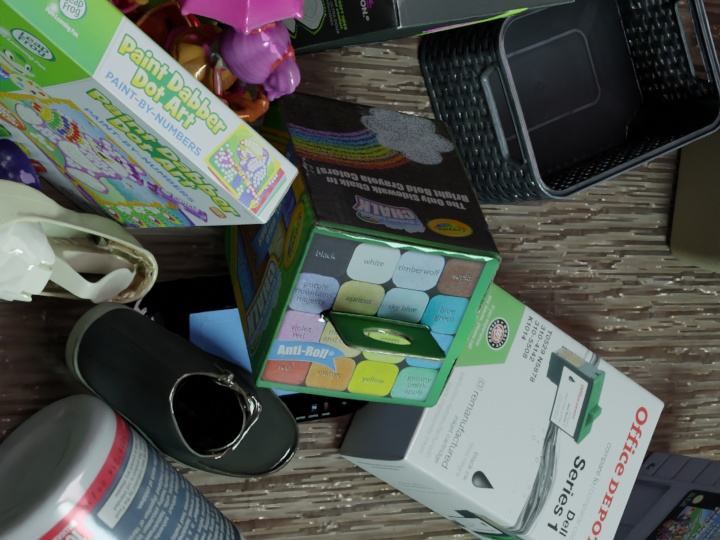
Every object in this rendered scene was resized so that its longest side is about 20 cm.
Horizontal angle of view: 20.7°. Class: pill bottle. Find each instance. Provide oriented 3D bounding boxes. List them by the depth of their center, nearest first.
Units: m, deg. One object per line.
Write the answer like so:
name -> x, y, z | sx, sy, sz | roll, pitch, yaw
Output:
pill bottle -> -0.136, 0.181, 1.202 | 0.200, 0.120, 0.120 | 47, 65, -25

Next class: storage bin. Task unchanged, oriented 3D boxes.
storage bin -> 0.157, -0.139, 1.433 | 0.200, 0.094, 0.135 | -24, 102, -34

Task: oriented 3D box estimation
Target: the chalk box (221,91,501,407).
chalk box -> 0.000, 0.000, 1.211 | 0.125, 0.200, 0.124 | 10, 124, -19

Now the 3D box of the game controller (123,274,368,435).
game controller -> -0.070, 0.053, 1.300 | 0.200, 0.042, 0.105 | -6, 92, -35

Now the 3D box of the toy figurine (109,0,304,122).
toy figurine -> -0.096, -0.145, 1.198 | 0.150, 0.184, 0.200 | -38, 111, -29

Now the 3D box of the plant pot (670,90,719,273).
plant pot -> 0.352, -0.067, 1.516 | 0.200, 0.177, 0.200 | 14, 81, -35

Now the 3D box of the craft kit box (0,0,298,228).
craft kit box -> -0.163, -0.099, 1.142 | 0.200, 0.197, 0.049 | 41, 66, -27

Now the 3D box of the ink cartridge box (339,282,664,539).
ink cartridge box -> 0.104, 0.111, 1.395 | 0.200, 0.084, 0.146 | 33, 71, -30

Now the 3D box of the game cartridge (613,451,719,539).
game cartridge -> 0.207, 0.207, 1.438 | 0.200, 0.130, 0.038 | -42, 111, -29

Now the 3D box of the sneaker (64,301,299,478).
sneaker -> -0.086, 0.096, 1.208 | 0.200, 0.106, 0.075 | 34, 86, -46

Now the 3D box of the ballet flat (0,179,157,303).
ballet flat -> -0.189, -0.010, 1.156 | 0.200, 0.069, 0.070 | 8, 84, -60

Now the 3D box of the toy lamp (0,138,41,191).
toy lamp -> -0.280, -0.014, 1.144 | 0.200, 0.058, 0.058 | -28, 105, -33

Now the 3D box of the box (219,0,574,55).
box -> 0.013, -0.210, 1.266 | 0.148, 0.200, 0.125 | -13, 97, -34
